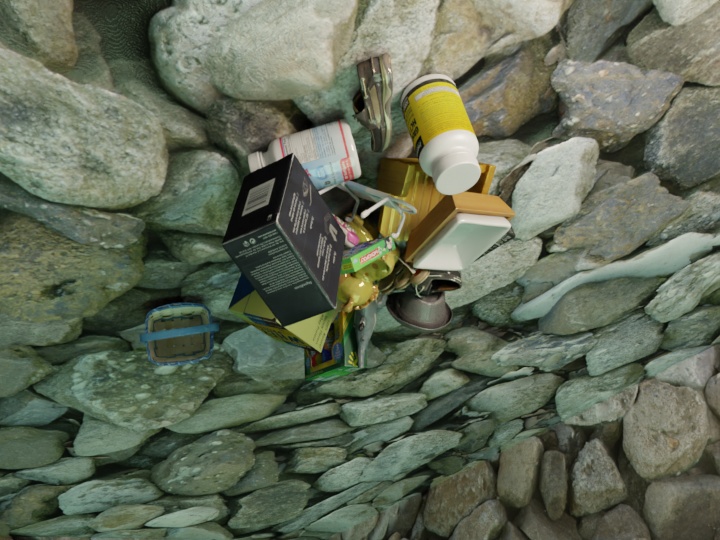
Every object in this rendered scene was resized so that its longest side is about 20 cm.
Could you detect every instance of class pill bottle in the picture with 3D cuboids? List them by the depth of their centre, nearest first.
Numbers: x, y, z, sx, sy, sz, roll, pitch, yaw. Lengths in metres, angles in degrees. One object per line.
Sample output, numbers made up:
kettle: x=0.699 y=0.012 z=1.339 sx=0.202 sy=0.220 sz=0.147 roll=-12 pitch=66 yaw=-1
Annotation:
pill bottle: x=0.146 y=-0.242 z=1.356 sx=0.109 sy=0.204 sz=0.113 roll=-11 pitch=149 yaw=-7
pill bottle: x=-0.103 y=-0.200 z=1.393 sx=0.195 sy=0.111 sz=0.110 roll=-16 pitch=149 yaw=0

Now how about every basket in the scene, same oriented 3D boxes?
basket: x=-0.420 y=0.146 z=1.738 sx=0.171 sy=0.144 sz=0.199 roll=-5 pitch=178 yaw=-18

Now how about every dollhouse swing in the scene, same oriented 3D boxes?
dollhouse swing: x=0.145 y=-0.134 z=1.537 sx=0.195 sy=0.181 sz=0.181 roll=-1 pitch=103 yaw=-23

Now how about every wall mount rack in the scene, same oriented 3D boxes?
wall mount rack: x=0.002 y=-0.125 z=1.437 sx=0.196 sy=0.076 sz=0.173 roll=21 pitch=174 yaw=28

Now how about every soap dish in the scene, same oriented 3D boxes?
soap dish: x=0.197 y=-0.080 z=1.536 sx=0.154 sy=0.083 sz=0.200 roll=2 pitch=149 yaw=-30

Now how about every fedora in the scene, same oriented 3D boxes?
fedora: x=0.153 y=0.066 z=1.900 sx=0.171 sy=0.202 sz=0.092 roll=7 pitch=120 yaw=-6

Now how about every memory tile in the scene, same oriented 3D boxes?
memory tile: x=0.125 y=-0.033 z=1.685 sx=0.017 sy=0.202 sz=0.151 roll=46 pitch=143 yaw=-21

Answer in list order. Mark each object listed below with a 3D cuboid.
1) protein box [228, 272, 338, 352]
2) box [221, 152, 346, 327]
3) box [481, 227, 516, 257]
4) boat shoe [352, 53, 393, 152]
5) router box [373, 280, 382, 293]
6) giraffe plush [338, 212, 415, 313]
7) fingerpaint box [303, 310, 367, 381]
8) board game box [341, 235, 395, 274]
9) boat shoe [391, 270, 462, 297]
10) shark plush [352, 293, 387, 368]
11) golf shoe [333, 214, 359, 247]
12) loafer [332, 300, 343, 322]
protein box: x=-0.150 y=0.040 z=1.627 sx=0.132 sy=0.203 sz=0.200 roll=10 pitch=162 yaw=30
box: x=-0.124 y=-0.052 z=1.304 sx=0.115 sy=0.199 sz=0.202 roll=-20 pitch=125 yaw=21
box: x=0.262 y=-0.078 z=1.791 sx=0.158 sy=0.044 sz=0.198 roll=-33 pitch=155 yaw=25
boat shoe: x=0.019 y=-0.297 z=1.349 sx=0.071 sy=0.076 sz=0.203 roll=-3 pitch=139 yaw=-2
router box: x=-0.006 y=0.000 z=1.810 sx=0.156 sy=0.053 sz=0.198 roll=-35 pitch=144 yaw=28
giraffe plush: x=0.000 y=0.000 z=1.610 sx=0.163 sy=0.200 sz=0.171 roll=-51 pitch=152 yaw=15
fingerpaint box: x=-0.069 y=0.177 z=1.898 sx=0.072 sy=0.172 sz=0.199 roll=8 pitch=160 yaw=-33
board game box: x=-0.045 y=-0.018 z=1.465 sx=0.197 sy=0.030 sz=0.134 roll=-12 pitch=-167 yaw=43
boat shoe: x=0.146 y=0.028 z=1.807 sx=0.194 sy=0.069 sz=0.072 roll=-10 pitch=150 yaw=2
shark plush: x=-0.001 y=0.122 z=1.780 sx=0.089 sy=0.205 sz=0.083 roll=17 pitch=-177 yaw=5
golf shoe: x=-0.090 y=-0.083 z=1.501 sx=0.093 sy=0.198 sz=0.075 roll=-60 pitch=152 yaw=2
loafer: x=-0.075 y=0.085 z=1.797 sx=0.075 sy=0.069 sz=0.199 roll=13 pitch=143 yaw=-37
